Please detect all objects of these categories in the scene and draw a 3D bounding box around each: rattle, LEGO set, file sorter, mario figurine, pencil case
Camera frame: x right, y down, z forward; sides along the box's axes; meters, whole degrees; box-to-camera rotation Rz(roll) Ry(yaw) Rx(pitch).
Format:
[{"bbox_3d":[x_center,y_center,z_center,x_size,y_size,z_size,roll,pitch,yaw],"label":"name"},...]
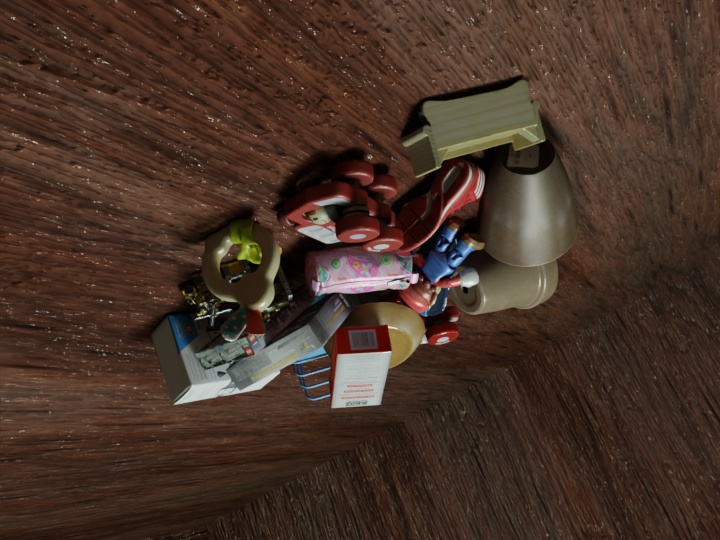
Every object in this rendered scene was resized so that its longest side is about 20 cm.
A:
[{"bbox_3d":[-0.163,0.033,1.142,0.130,0.200,0.143,-19,155,-8],"label":"rattle"},{"bbox_3d":[-0.196,0.054,1.281,0.200,0.116,0.154,-17,158,-20],"label":"LEGO set"},{"bbox_3d":[-0.082,0.156,1.538,0.139,0.123,0.200,-17,137,1],"label":"file sorter"},{"bbox_3d":[0.146,-0.005,1.394,0.106,0.124,0.200,22,119,-29],"label":"mario figurine"},{"bbox_3d":[0.000,0.000,1.329,0.200,0.088,0.087,-4,153,-22],"label":"pencil case"}]

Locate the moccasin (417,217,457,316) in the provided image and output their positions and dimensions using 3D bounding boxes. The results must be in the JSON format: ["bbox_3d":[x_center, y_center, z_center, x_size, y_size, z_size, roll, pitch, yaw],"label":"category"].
[{"bbox_3d":[0.155,-0.009,1.480,0.068,0.080,0.200,5,107,-37],"label":"moccasin"}]

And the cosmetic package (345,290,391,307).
[{"bbox_3d":[0.050,0.075,1.671,0.200,0.073,0.104,-7,153,-37],"label":"cosmetic package"}]

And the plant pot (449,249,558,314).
[{"bbox_3d":[0.275,0.005,1.540,0.174,0.200,0.200,-23,161,-29],"label":"plant pot"}]

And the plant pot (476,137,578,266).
[{"bbox_3d":[0.291,-0.138,1.310,0.187,0.187,0.200,-24,145,-3],"label":"plant pot"}]

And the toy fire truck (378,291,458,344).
[{"bbox_3d":[0.106,0.123,1.580,0.200,0.112,0.168,-8,153,-16],"label":"toy fire truck"}]

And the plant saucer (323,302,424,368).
[{"bbox_3d":[0.027,0.138,1.424,0.200,0.035,0.200,-5,137,-5],"label":"plant saucer"}]

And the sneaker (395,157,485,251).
[{"bbox_3d":[0.149,-0.106,1.313,0.115,0.078,0.200,2,139,-51],"label":"sneaker"}]

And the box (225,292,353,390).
[{"bbox_3d":[-0.124,0.122,1.329,0.200,0.048,0.158,-30,-171,26],"label":"box"}]

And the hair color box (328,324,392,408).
[{"bbox_3d":[-0.004,0.181,1.384,0.101,0.061,0.200,-2,142,-9],"label":"hair color box"}]

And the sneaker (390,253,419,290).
[{"bbox_3d":[0.107,0.006,1.586,0.200,0.076,0.091,1,156,-31],"label":"sneaker"}]

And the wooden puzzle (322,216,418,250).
[{"bbox_3d":[0.019,-0.047,1.400,0.200,0.037,0.185,-7,152,-26],"label":"wooden puzzle"}]

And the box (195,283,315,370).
[{"bbox_3d":[-0.186,0.100,1.349,0.137,0.040,0.200,-21,-166,38],"label":"box"}]

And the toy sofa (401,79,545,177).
[{"bbox_3d":[0.167,-0.213,1.117,0.200,0.098,0.083,-17,-177,-19],"label":"toy sofa"}]

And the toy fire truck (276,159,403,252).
[{"bbox_3d":[-0.035,-0.086,1.160,0.168,0.112,0.200,-13,165,26],"label":"toy fire truck"}]

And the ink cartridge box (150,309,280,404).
[{"bbox_3d":[-0.271,0.157,1.406,0.200,0.147,0.086,-4,152,-44],"label":"ink cartridge box"}]
